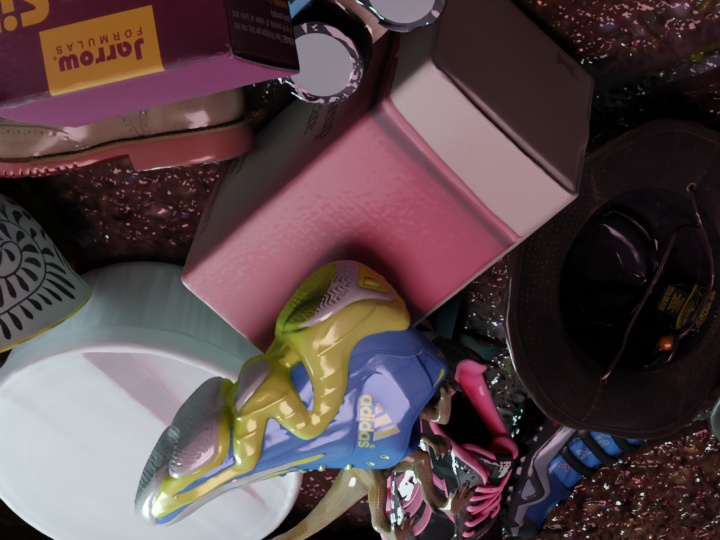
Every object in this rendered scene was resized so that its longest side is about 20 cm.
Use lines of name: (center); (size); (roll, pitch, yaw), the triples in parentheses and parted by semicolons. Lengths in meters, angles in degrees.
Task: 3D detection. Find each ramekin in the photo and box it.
ramekin: (-0.129, 0.083, 1.415); (0.200, 0.095, 0.203); (4, 134, 4)

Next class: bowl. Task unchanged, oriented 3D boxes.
bowl: (-0.261, -0.004, 1.314); (0.199, 0.201, 0.095); (-10, 104, 16)

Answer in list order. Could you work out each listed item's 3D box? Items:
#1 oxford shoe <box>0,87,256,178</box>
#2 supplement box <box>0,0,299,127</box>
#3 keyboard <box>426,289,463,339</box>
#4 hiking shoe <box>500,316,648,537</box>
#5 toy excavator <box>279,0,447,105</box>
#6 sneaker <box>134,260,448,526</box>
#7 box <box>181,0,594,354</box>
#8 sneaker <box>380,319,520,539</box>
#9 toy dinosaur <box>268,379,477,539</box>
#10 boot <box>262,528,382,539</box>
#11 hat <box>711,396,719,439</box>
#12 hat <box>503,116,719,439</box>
oxford shoe: (-0.153, -0.093, 1.286); (0.198, 0.070, 0.075); (-4, 100, 18)
supplement box: (-0.118, -0.180, 1.086); (0.130, 0.103, 0.202); (-12, 87, 16)
keyboard: (0.000, 0.000, 1.371); (0.126, 0.021, 0.201); (9, 133, -1)
hiking shoe: (0.141, 0.101, 1.410); (0.086, 0.075, 0.201); (14, 133, -5)
toy excavator: (-0.067, -0.177, 1.174); (0.200, 0.100, 0.194); (42, 124, -13)
sneaker: (-0.032, 0.088, 1.208); (0.105, 0.076, 0.200); (36, 122, -15)
box: (0.015, -0.049, 1.230); (0.109, 0.128, 0.200); (41, 121, -16)
sneaker: (0.058, 0.119, 1.376); (0.095, 0.079, 0.201); (15, 133, 43)
toy dinosaur: (0.013, 0.107, 1.332); (0.058, 0.101, 0.201); (-5, 129, -43)
boot: (-0.032, 0.193, 1.517); (0.210, 0.080, 0.158); (-25, 126, 28)
hat: (0.297, 0.061, 1.340); (0.199, 0.081, 0.201); (4, 145, 3)
hat: (0.141, -0.005, 1.290); (0.199, 0.081, 0.202); (-14, 117, -30)
